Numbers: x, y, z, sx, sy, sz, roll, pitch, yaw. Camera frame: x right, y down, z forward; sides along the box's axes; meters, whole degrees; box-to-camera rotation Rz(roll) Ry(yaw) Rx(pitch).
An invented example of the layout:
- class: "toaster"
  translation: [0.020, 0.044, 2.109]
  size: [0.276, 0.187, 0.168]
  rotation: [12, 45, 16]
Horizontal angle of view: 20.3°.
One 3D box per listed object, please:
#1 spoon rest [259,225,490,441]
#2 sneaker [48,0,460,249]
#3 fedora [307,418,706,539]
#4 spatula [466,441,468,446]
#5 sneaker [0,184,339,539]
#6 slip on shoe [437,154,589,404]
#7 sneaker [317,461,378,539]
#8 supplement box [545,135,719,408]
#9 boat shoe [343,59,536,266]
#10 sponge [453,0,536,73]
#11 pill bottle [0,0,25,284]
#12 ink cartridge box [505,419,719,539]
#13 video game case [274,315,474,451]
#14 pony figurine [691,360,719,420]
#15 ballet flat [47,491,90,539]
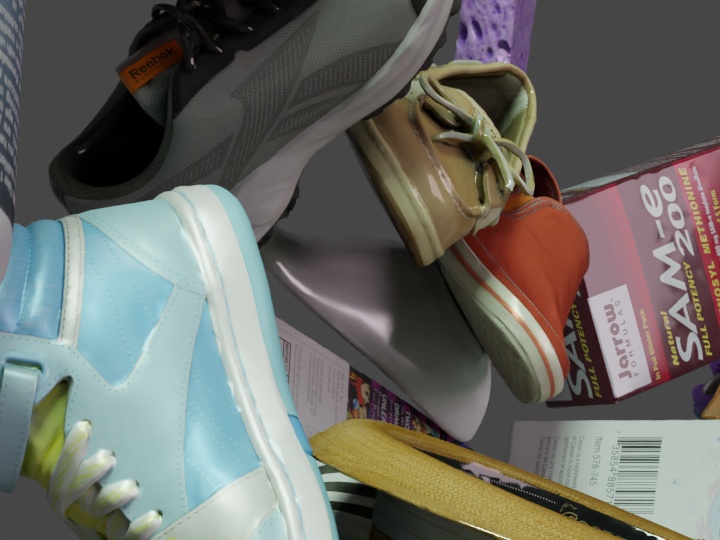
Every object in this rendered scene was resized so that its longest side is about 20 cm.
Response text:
- class: "spoon rest"
  translation: [0.000, 0.000, 0.855]
  size: [0.200, 0.060, 0.100]
  rotation: [56, 10, -41]
- class: "sneaker"
  translation: [-0.035, -0.080, 0.717]
  size: [0.079, 0.200, 0.074]
  rotation: [24, 23, -42]
- class: "fedora"
  translation: [0.063, 0.116, 0.666]
  size: [0.200, 0.200, 0.082]
  rotation: [22, 89, -54]
- class: "spatula"
  translation: [0.051, 0.069, 0.946]
  size: [0.056, 0.020, 0.201]
  rotation: [24, 60, -40]
- class: "sneaker"
  translation: [-0.083, 0.069, 0.628]
  size: [0.130, 0.080, 0.201]
  rotation: [-5, 59, -23]
- class: "slip on shoe"
  translation: [0.070, -0.004, 0.880]
  size: [0.074, 0.061, 0.200]
  rotation: [61, 9, -18]
- class: "sneaker"
  translation: [0.035, 0.145, 0.765]
  size: [0.201, 0.075, 0.116]
  rotation: [53, 40, -30]
- class: "supplement box"
  translation: [0.175, -0.008, 1.070]
  size: [0.199, 0.061, 0.110]
  rotation: [-20, 96, -32]
- class: "boat shoe"
  translation: [0.037, -0.056, 0.823]
  size: [0.074, 0.062, 0.200]
  rotation: [63, 12, -11]
- class: "sponge"
  translation: [0.071, -0.165, 0.960]
  size: [0.112, 0.030, 0.201]
  rotation: [-56, 153, -69]
- class: "pill bottle"
  translation: [-0.154, -0.040, 0.555]
  size: [0.119, 0.119, 0.201]
  rotation: [28, 55, -52]
- class: "ink cartridge box"
  translation: [0.167, 0.164, 0.899]
  size: [0.145, 0.199, 0.146]
  rotation: [68, 28, -44]
- class: "video game case"
  translation: [-0.013, 0.137, 0.800]
  size: [0.181, 0.036, 0.201]
  rotation: [35, 50, -48]
- class: "pony figurine"
  translation: [0.283, 0.013, 1.205]
  size: [0.167, 0.199, 0.194]
  rotation: [60, 22, -58]
- class: "ballet flat"
  translation: [-0.080, 0.103, 0.691]
  size: [0.070, 0.067, 0.201]
  rotation: [19, 59, -27]
